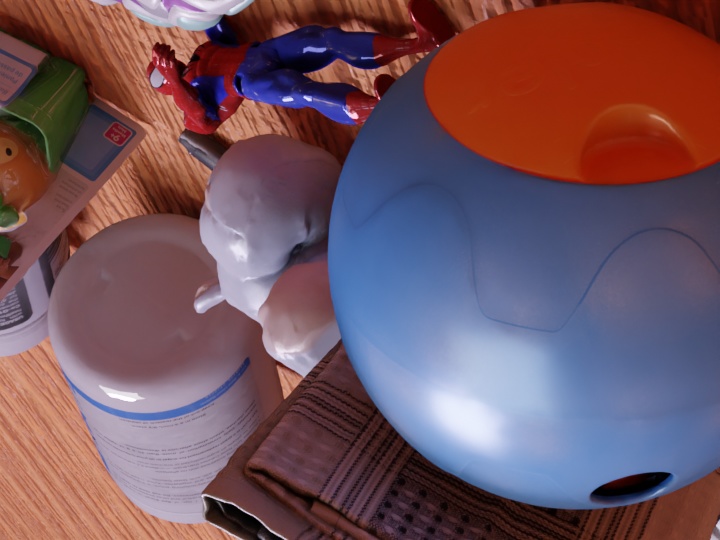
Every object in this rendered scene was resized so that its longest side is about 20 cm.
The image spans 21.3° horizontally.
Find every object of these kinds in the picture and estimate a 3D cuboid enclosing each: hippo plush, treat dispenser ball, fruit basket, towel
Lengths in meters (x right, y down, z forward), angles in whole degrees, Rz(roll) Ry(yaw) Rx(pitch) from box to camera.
[{"bbox_3d":[0.000,0.000,1.017,0.161,0.159,0.201,48,164,40],"label":"hippo plush"},{"bbox_3d":[0.086,-0.006,0.766,0.200,0.201,0.201,27,156,14],"label":"treat dispenser ball"},{"bbox_3d":[-0.252,-0.061,1.102,0.184,0.200,0.094,27,141,16],"label":"fruit basket"},{"bbox_3d":[0.055,0.092,0.815,0.192,0.200,0.035,32,128,7],"label":"towel"}]

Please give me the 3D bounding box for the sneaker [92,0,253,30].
[{"bbox_3d":[-0.135,-0.169,0.848,0.199,0.078,0.140,9,168,42],"label":"sneaker"}]

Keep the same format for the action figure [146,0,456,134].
[{"bbox_3d":[-0.057,-0.112,0.920,0.099,0.066,0.199,39,156,-33],"label":"action figure"}]

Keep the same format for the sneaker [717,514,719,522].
[{"bbox_3d":[0.132,0.103,0.916,0.095,0.201,0.079,9,162,43],"label":"sneaker"}]

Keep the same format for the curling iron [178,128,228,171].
[{"bbox_3d":[-0.024,-0.017,1.104,0.199,0.026,0.050,36,153,-3],"label":"curling iron"}]

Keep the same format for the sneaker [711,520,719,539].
[{"bbox_3d":[0.222,0.130,0.967,0.115,0.075,0.200,30,126,-17],"label":"sneaker"}]

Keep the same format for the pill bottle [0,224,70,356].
[{"bbox_3d":[-0.253,-0.027,1.270,0.113,0.114,0.200,28,156,11],"label":"pill bottle"}]

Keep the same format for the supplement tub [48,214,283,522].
[{"bbox_3d":[-0.120,0.067,1.237,0.131,0.132,0.200,25,154,18],"label":"supplement tub"}]
